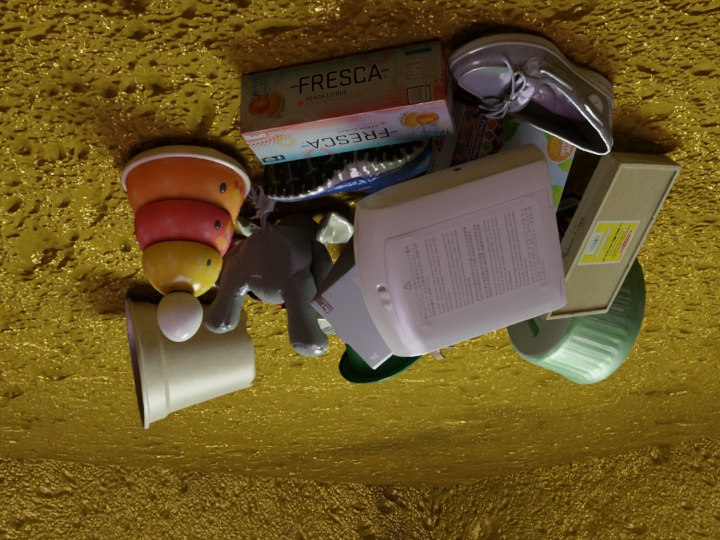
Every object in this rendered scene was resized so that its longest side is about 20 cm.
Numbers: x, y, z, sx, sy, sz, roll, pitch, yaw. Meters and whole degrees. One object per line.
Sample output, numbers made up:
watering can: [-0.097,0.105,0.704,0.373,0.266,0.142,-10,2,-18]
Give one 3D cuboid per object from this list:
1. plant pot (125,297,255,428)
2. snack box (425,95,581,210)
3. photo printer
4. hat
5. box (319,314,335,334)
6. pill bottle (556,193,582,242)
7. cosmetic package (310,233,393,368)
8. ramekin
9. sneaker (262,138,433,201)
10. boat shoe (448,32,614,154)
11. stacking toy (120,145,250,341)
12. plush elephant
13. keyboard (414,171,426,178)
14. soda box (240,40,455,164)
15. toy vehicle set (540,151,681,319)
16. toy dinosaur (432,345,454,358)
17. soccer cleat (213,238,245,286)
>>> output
plant pot: [-0.267,0.132,1.413,0.180,0.204,0.201,-8,162,-19]
snack box: [0.132,-0.065,0.926,0.140,0.204,0.053,6,-161,-24]
photo printer: [0.093,-0.015,0.860,0.196,0.169,0.070,-18,-159,-8]
hat: [0.004,0.068,1.450,0.164,0.199,0.178,7,128,48]
box: [0.017,0.058,1.389,0.195,0.070,0.082,2,159,-10]
pill bottle: [0.194,-0.018,1.068,0.197,0.108,0.106,-19,169,-29]
cosmetic package: [0.028,0.007,1.022,0.107,0.201,0.090,45,116,-11]
ramekin: [0.284,0.045,1.218,0.096,0.204,0.200,15,154,-23]
sneaker: [-0.012,-0.105,0.949,0.196,0.080,0.089,-10,156,18]
boat shoe: [0.167,-0.163,0.836,0.199,0.066,0.074,14,154,-37]
stacking toy: [-0.192,-0.020,0.974,0.143,0.204,0.147,-2,160,-1]
plush elephant: [-0.090,-0.010,1.104,0.161,0.205,0.154,4,-175,20]
keyboard: [0.094,-0.085,1.099,0.103,0.040,0.199,34,146,-20]
soda box: [-0.011,-0.155,0.839,0.196,0.065,0.068,-7,159,12]
toy vehicle set: [0.281,-0.038,1.025,0.123,0.026,0.203,-3,123,-41]
toy dinosaur: [0.104,0.045,1.307,0.197,0.138,0.085,20,160,-30]
soccer cleat: [-0.193,-0.010,1.202,0.197,0.070,0.085,14,163,-30]
